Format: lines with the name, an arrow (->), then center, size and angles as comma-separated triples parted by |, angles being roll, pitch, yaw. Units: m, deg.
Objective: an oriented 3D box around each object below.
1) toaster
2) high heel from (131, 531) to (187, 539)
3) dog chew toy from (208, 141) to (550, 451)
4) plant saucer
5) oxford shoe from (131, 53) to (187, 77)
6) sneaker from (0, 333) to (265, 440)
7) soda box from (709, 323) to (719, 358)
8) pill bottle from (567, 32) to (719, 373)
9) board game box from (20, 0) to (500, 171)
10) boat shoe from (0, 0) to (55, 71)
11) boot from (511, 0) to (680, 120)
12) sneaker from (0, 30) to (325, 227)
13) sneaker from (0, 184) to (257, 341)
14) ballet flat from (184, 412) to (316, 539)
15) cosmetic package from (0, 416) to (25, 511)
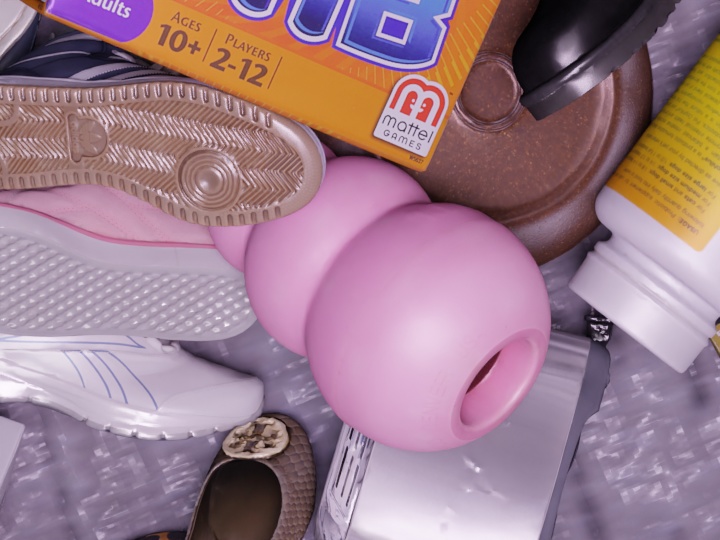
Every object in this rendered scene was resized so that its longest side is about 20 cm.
toaster -> 0.053, 0.095, 1.272 | 0.129, 0.114, 0.201 | 17, 80, 0
high heel -> -0.096, 0.196, 1.289 | 0.199, 0.143, 0.072 | -5, 105, 2
dog chew toy -> 0.000, 0.000, 1.191 | 0.200, 0.124, 0.125 | 40, 102, 29
plant saucer -> 0.064, -0.094, 1.258 | 0.199, 0.037, 0.202 | -1, 93, -10
oxford shoe -> -0.083, -0.105, 1.273 | 0.075, 0.058, 0.200 | -38, 97, 10
sneaker -> -0.147, 0.041, 1.298 | 0.199, 0.075, 0.088 | 14, 91, -4
soda box -> 0.291, 0.016, 1.274 | 0.200, 0.064, 0.068 | -33, 59, 8
pill bottle -> 0.198, -0.048, 1.243 | 0.109, 0.109, 0.200 | 37, 93, -6
board game box -> -0.051, -0.191, 1.115 | 0.199, 0.200, 0.201 | 21, 96, -27
boat shoe -> -0.207, -0.107, 1.268 | 0.074, 0.062, 0.201 | 12, 82, 10
boot -> 0.096, -0.192, 1.208 | 0.158, 0.079, 0.211 | 41, 58, -10
sneaker -> -0.103, -0.076, 1.192 | 0.199, 0.109, 0.070 | 7, 110, 14
sneaker -> -0.152, -0.024, 1.257 | 0.199, 0.105, 0.076 | 7, 133, -21
ballet flat -> -0.072, 0.150, 1.264 | 0.067, 0.201, 0.046 | -4, 136, 27
cosmetic package -> -0.293, 0.109, 1.288 | 0.199, 0.081, 0.113 | 18, 134, -3
